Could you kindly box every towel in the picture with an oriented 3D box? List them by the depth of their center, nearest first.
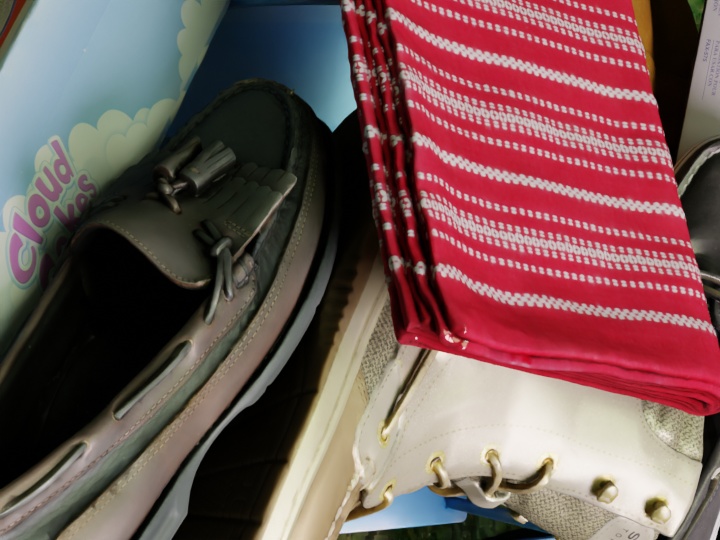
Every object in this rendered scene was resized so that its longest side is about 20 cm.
[{"bbox_3d":[0.052,-0.055,0.776,0.144,0.022,0.201,14,56,-42],"label":"towel"}]

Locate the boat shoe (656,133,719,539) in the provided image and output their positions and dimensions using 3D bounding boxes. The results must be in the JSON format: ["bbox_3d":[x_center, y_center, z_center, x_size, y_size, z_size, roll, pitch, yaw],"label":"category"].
[{"bbox_3d":[0.117,0.033,0.904,0.066,0.069,0.201,66,43,-66],"label":"boat shoe"}]

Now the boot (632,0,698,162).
[{"bbox_3d":[0.102,-0.034,0.998,0.144,0.070,0.203,15,74,-54],"label":"boot"}]

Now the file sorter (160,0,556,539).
[{"bbox_3d":[0.000,0.000,0.870,0.138,0.122,0.202,-2,92,-27],"label":"file sorter"}]

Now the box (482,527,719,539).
[{"bbox_3d":[0.108,0.209,0.995,0.107,0.148,0.202,-9,91,-49],"label":"box"}]

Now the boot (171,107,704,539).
[{"bbox_3d":[0.029,0.062,0.770,0.154,0.072,0.201,35,63,-26],"label":"boot"}]

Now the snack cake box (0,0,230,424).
[{"bbox_3d":[-0.123,-0.047,0.783,0.067,0.114,0.201,46,53,-35],"label":"snack cake box"}]

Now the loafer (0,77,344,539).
[{"bbox_3d":[-0.063,0.015,0.703,0.063,0.071,0.201,59,46,-43],"label":"loafer"}]

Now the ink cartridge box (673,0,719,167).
[{"bbox_3d":[0.158,-0.042,1.006,0.094,0.044,0.202,-2,103,-71],"label":"ink cartridge box"}]
